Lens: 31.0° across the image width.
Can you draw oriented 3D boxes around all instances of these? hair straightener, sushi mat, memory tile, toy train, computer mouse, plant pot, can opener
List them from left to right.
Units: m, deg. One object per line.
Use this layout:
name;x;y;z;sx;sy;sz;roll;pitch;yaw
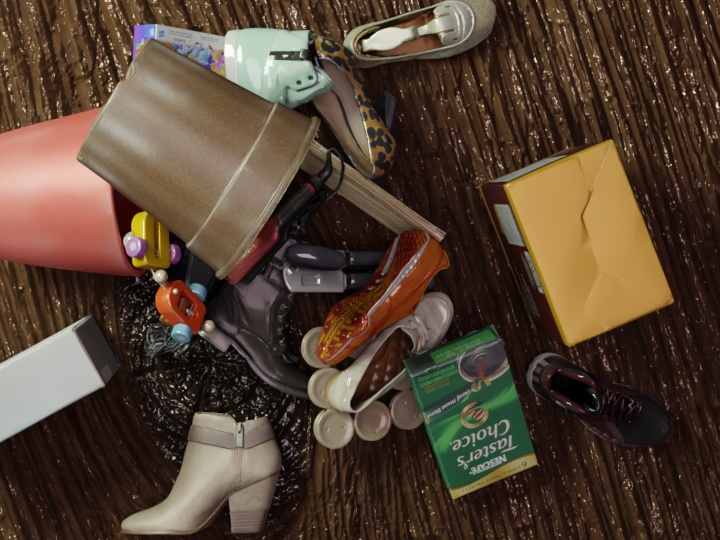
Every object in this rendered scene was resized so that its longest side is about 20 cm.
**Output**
plant pot;-0.345;-0.089;1.508;0.175;0.200;0.203;-4;94;7
toy train;-0.211;-0.024;1.472;0.055;0.150;0.201;-11;51;32
plant pot;-0.176;-0.128;1.361;0.197;0.200;0.201;33;91;-11
computer mouse;-0.201;0.010;1.560;0.052;0.138;0.202;15;79;-26
hair straightener;-0.085;-0.064;1.531;0.041;0.077;0.200;42;103;14
can opener;0.000;0.000;1.568;0.198;0.066;0.053;2;82;-23
sushi mat;0.008;-0.089;1.569;0.199;0.096;0.012;35;75;-5
memory tile;0.028;0.128;1.598;0.198;0.017;0.155;-12;95;-20

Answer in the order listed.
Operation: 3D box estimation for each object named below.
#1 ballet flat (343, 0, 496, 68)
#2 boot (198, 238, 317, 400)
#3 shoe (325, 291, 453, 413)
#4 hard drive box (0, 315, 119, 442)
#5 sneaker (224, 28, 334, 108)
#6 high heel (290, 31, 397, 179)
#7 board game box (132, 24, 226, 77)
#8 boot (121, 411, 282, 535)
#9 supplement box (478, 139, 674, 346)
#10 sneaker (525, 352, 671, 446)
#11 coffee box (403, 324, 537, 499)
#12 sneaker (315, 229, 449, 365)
ballet flat;0.076;-0.286;1.576;0.198;0.062;0.068;-18;95;-3
boot;-0.095;0.046;1.587;0.199;0.069;0.175;35;83;-12
shoe;0.044;0.102;1.566;0.200;0.053;0.070;-43;104;-14
hard drive box;-0.395;0.138;1.525;0.199;0.156;0.077;-29;95;-1
sneaker;-0.087;-0.176;1.481;0.117;0.074;0.202;-3;102;11
high heel;-0.037;-0.195;1.517;0.199;0.143;0.071;30;132;-23
board game box;-0.174;-0.204;1.515;0.199;0.045;0.136;1;95;-44
boot;-0.195;0.249;1.596;0.198;0.070;0.148;-1;88;-5
supplement box;0.249;-0.035;1.534;0.132;0.200;0.199;-22;95;-2
sneaker;0.301;0.170;1.594;0.199;0.116;0.076;23;92;-5
coffee box;0.137;0.174;1.581;0.122;0.044;0.201;-21;120;-5
sneaker;0.028;0.044;1.535;0.200;0.073;0.077;-45;127;8
